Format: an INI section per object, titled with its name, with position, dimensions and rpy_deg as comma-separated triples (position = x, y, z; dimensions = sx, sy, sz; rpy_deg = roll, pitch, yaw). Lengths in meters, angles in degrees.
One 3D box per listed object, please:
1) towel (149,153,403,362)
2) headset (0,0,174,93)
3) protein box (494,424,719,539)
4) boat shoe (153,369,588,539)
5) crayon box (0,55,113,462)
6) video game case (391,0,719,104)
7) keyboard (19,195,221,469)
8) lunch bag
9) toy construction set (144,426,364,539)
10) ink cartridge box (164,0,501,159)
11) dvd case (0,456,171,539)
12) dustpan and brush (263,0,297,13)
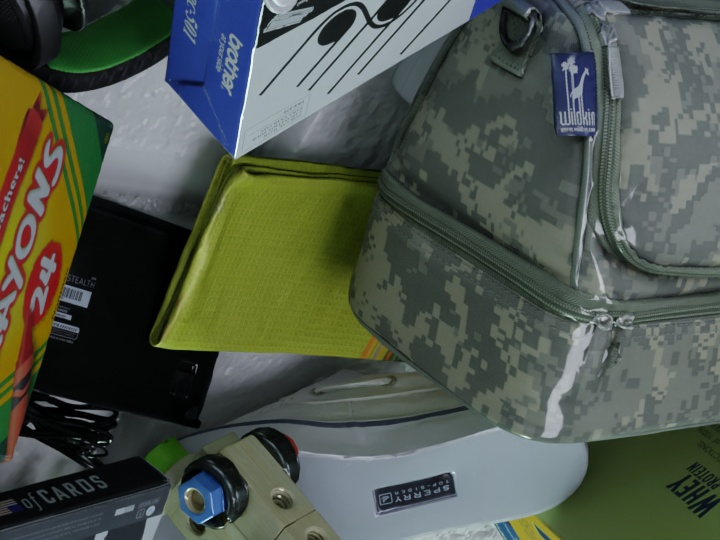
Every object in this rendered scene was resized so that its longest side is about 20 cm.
[towel]
position = 0.000, 0.000, 0.999
dimensions = 0.200, 0.018, 0.086
rpy_deg = 5, 112, -49
[headset]
position = -0.098, -0.134, 0.776
dimensions = 0.124, 0.094, 0.200
rpy_deg = -46, 158, 1
[protein box]
position = 0.180, 0.093, 1.100
dimensions = 0.200, 0.198, 0.135
rpy_deg = -38, 123, -9
[boat shoe]
position = -0.004, 0.077, 1.042
dimensions = 0.199, 0.070, 0.071
rpy_deg = -11, 122, -4
[crayon box]
position = -0.144, -0.009, 0.746
dimensions = 0.200, 0.051, 0.128
rpy_deg = 29, 78, -77
[video game case]
position = 0.122, -0.146, 0.992
dimensions = 0.182, 0.023, 0.200
rpy_deg = 5, 122, -46
[keyboard]
position = -0.131, 0.017, 0.910
dimensions = 0.200, 0.040, 0.105
rpy_deg = 20, 87, -49
[lunch bag]
position = 0.109, -0.034, 0.963
dimensions = 0.199, 0.139, 0.168
rpy_deg = -2, 116, -43
[toy construction set]
position = -0.052, 0.144, 0.974
dimensions = 0.131, 0.200, 0.092
rpy_deg = -54, 175, 38
[ink cartridge box]
position = 0.026, -0.124, 0.830
dimensions = 0.200, 0.044, 0.094
rpy_deg = -33, 159, -25
[dvd case]
position = -0.156, 0.170, 0.890
dimensions = 0.150, 0.025, 0.201
rpy_deg = -12, 130, -51
[dustpan and brush]
position = -0.054, -0.173, 0.701
dimensions = 0.139, 0.057, 0.201
rpy_deg = -31, 123, -36
